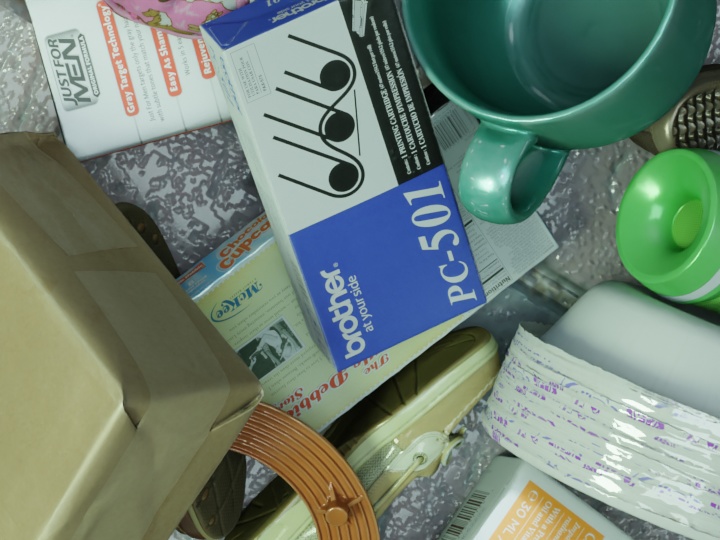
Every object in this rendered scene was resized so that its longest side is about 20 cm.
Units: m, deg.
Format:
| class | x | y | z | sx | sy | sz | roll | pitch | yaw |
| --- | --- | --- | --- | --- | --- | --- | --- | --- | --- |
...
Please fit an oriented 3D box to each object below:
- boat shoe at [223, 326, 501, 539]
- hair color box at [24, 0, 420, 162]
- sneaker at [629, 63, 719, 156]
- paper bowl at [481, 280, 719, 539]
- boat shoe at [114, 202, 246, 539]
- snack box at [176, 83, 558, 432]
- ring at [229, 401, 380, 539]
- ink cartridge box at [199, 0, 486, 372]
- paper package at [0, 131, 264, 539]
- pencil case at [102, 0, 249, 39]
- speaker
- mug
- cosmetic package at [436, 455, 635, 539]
| class | x | y | z | sx | sy | sz | roll | pitch | yaw |
| --- | --- | --- | --- | --- | --- | --- | --- | --- | --- |
| boat shoe | 0.010 | 0.114 | 1.323 | 0.201 | 0.073 | 0.063 | -44 | 105 | 5 |
| hair color box | -0.076 | -0.133 | 1.291 | 0.199 | 0.061 | 0.102 | -15 | 97 | -3 |
| sneaker | 0.237 | -0.098 | 1.318 | 0.199 | 0.075 | 0.071 | -4 | 106 | -26 |
| paper bowl | 0.173 | 0.074 | 1.263 | 0.200 | 0.201 | 0.105 | 20 | 96 | -6 |
| boat shoe | -0.123 | 0.060 | 1.314 | 0.067 | 0.072 | 0.201 | -12 | 108 | 31 |
| snack box | 0.000 | 0.000 | 1.299 | 0.200 | 0.037 | 0.116 | -37 | 117 | -4 |
| ring | -0.088 | 0.154 | 1.293 | 0.199 | 0.019 | 0.201 | 3 | 118 | 5 |
| ink cartridge box | -0.006 | -0.053 | 1.222 | 0.094 | 0.044 | 0.201 | -25 | 121 | -10 |
| paper package | -0.177 | 0.063 | 1.216 | 0.200 | 0.103 | 0.191 | 48 | 119 | 28 |
| pencil case | -0.079 | -0.222 | 1.232 | 0.086 | 0.083 | 0.201 | 7 | 65 | 9 |
| speaker | 0.234 | -0.006 | 1.277 | 0.199 | 0.088 | 0.089 | 17 | 96 | -37 |
| mug | 0.099 | -0.130 | 1.237 | 0.185 | 0.114 | 0.152 | -43 | 69 | 12 |
| cosmetic package | 0.135 | 0.203 | 1.332 | 0.200 | 0.071 | 0.102 | 36 | 81 | -8 |
